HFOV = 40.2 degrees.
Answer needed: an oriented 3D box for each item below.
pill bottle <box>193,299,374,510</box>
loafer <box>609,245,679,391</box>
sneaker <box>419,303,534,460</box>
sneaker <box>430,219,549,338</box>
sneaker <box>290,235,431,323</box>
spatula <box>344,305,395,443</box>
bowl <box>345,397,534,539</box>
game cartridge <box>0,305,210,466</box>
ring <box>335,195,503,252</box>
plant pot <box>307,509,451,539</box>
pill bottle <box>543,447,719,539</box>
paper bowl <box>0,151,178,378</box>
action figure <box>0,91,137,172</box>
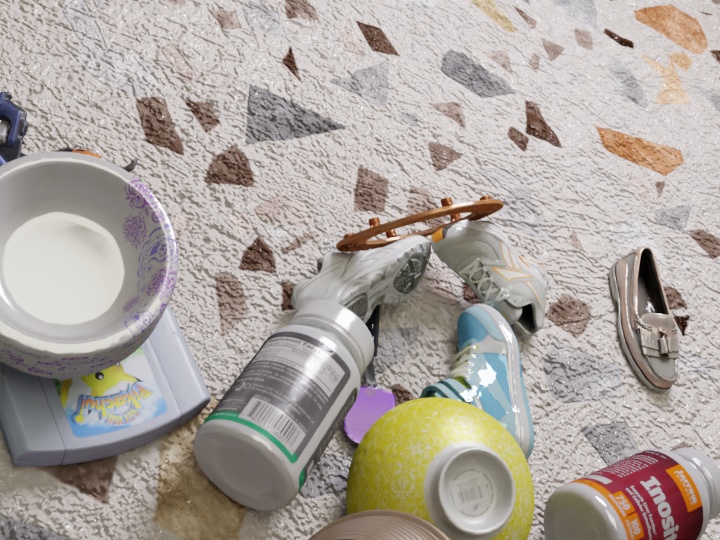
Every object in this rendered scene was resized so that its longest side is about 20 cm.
[{"bbox_3d":[-0.069,0.128,0.979,0.113,0.113,0.200,35,47,1],"label":"pill bottle"},{"bbox_3d":[0.381,0.059,1.303,0.071,0.063,0.202,9,52,-22],"label":"loafer"},{"bbox_3d":[0.113,0.121,1.104,0.129,0.080,0.201,6,53,-25],"label":"sneaker"},{"bbox_3d":[0.163,0.013,1.183,0.199,0.075,0.093,29,46,-34],"label":"sneaker"},{"bbox_3d":[0.000,0.000,1.132,0.099,0.079,0.199,30,41,32],"label":"sneaker"},{"bbox_3d":[0.011,0.105,1.097,0.056,0.021,0.201,10,46,-10],"label":"spatula"},{"bbox_3d":[0.093,0.217,0.958,0.198,0.108,0.202,5,73,-16],"label":"bowl"},{"bbox_3d":[-0.250,0.111,0.949,0.199,0.041,0.134,-14,67,-35],"label":"game cartridge"},{"bbox_3d":[0.067,-0.056,1.137,0.199,0.200,0.019,-12,84,-34],"label":"ring"},{"bbox_3d":[-0.001,0.289,0.832,0.199,0.093,0.202,-12,52,16],"label":"plant pot"},{"bbox_3d":[0.305,0.261,1.075,0.199,0.113,0.114,-13,63,-34],"label":"pill bottle"},{"bbox_3d":[-0.276,0.001,0.912,0.199,0.104,0.203,10,64,-20],"label":"paper bowl"},{"bbox_3d":[-0.350,-0.067,1.016,0.192,0.105,0.202,18,79,-7],"label":"action figure"}]
